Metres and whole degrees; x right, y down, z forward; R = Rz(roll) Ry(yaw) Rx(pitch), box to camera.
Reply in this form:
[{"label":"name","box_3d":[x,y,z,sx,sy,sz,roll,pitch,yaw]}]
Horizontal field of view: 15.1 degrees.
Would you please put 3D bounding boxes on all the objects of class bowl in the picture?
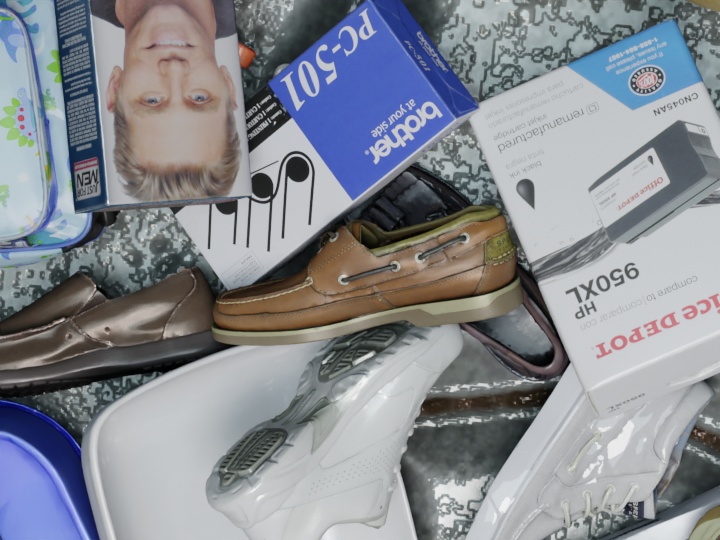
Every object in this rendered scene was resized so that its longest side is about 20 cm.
[{"label":"bowl","box_3d":[-0.077,0.150,1.706,0.199,0.075,0.200,-19,94,-27]}]

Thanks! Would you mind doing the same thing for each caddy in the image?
[{"label":"caddy","box_3d":[-0.227,0.182,1.729,0.141,0.105,0.200,-24,93,4]}]

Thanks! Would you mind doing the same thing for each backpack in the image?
[{"label":"backpack","box_3d":[-0.270,-0.087,1.694,0.199,0.147,0.184,-9,91,7]}]

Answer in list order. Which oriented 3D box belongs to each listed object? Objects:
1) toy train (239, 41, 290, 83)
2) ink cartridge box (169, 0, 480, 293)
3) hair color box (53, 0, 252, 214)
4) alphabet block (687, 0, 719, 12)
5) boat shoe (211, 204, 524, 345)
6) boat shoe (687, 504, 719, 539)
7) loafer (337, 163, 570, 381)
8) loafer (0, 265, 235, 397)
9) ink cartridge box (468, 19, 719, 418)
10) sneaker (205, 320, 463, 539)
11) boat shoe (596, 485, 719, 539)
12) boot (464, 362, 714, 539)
[{"label":"toy train","box_3d":[-0.099,-0.185,1.721,0.150,0.056,0.200,-16,92,5]},{"label":"ink cartridge box","box_3d":[-0.030,-0.078,1.693,0.200,0.044,0.094,-37,86,27]},{"label":"hair color box","box_3d":[-0.129,-0.139,1.647,0.100,0.060,0.201,-5,89,-27]},{"label":"alphabet block","box_3d":[0.181,-0.272,1.626,0.196,0.200,0.196,21,96,2]},{"label":"boat shoe","box_3d":[0.000,0.000,1.676,0.199,0.072,0.068,-9,105,11]},{"label":"boat shoe","box_3d":[0.224,0.240,1.690,0.072,0.066,0.201,-1,121,-17]},{"label":"loafer","box_3d":[0.059,-0.005,1.719,0.200,0.063,0.072,41,95,0]},{"label":"loafer","box_3d":[-0.182,0.038,1.741,0.199,0.073,0.071,-9,83,-1]},{"label":"ink cartridge box","box_3d":[0.171,-0.031,1.671,0.144,0.084,0.200,-24,72,5]},{"label":"sneaker","box_3d":[-0.003,0.107,1.675,0.200,0.078,0.099,-42,115,-20]},{"label":"boat shoe","box_3d":[0.169,0.204,1.727,0.200,0.072,0.068,-24,91,-2]},{"label":"boot","box_3d":[0.143,0.136,1.716,0.095,0.074,0.200,32,94,11]}]
